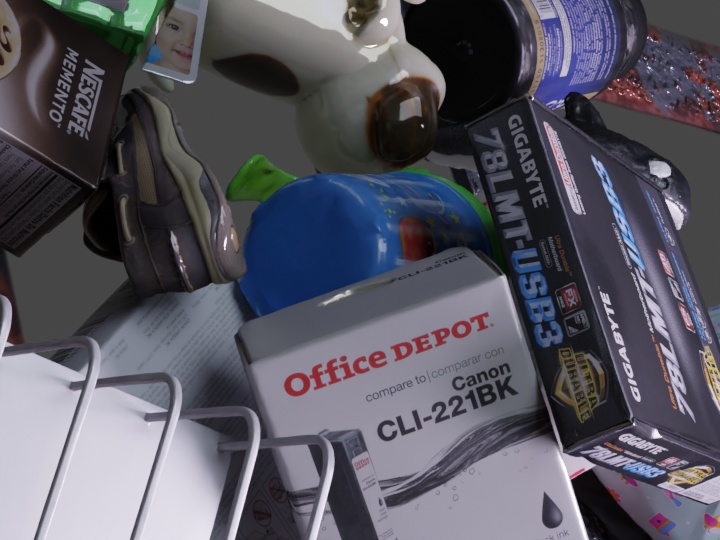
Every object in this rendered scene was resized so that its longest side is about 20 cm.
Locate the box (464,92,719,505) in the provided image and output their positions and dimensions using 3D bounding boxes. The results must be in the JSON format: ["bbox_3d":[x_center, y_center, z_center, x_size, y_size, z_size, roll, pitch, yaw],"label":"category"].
[{"bbox_3d":[0.145,0.021,1.167,0.198,0.050,0.200,27,41,-57],"label":"box"}]

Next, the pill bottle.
[{"bbox_3d":[0.128,-0.171,1.538,0.200,0.112,0.112,-16,73,-52],"label":"pill bottle"}]

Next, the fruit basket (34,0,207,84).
[{"bbox_3d":[-0.167,-0.219,1.228,0.185,0.094,0.200,18,64,-16],"label":"fruit basket"}]

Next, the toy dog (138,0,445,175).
[{"bbox_3d":[-0.026,-0.145,1.332,0.200,0.140,0.194,47,50,-7],"label":"toy dog"}]

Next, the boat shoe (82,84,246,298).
[{"bbox_3d":[-0.125,-0.046,1.157,0.200,0.073,0.075,-130,-159,-61],"label":"boat shoe"}]

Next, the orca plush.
[{"bbox_3d":[0.134,-0.086,1.430,0.105,0.200,0.071,55,50,-56],"label":"orca plush"}]

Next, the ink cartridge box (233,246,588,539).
[{"bbox_3d":[0.032,0.106,1.114,0.084,0.144,0.200,-132,-157,-77],"label":"ink cartridge box"}]

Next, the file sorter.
[{"bbox_3d":[-0.129,0.109,0.981,0.200,0.124,0.139,27,69,-32],"label":"file sorter"}]

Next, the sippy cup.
[{"bbox_3d":[0.000,0.000,1.212,0.130,0.178,0.140,15,77,-61],"label":"sippy cup"}]

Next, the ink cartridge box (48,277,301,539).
[{"bbox_3d":[-0.085,0.102,1.153,0.200,0.057,0.163,63,33,-18],"label":"ink cartridge box"}]

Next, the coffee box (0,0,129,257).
[{"bbox_3d":[-0.233,-0.112,1.121,0.200,0.080,0.113,32,41,-26],"label":"coffee box"}]

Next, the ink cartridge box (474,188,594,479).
[{"bbox_3d":[0.110,0.033,1.322,0.084,0.145,0.200,32,41,-28],"label":"ink cartridge box"}]

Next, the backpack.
[{"bbox_3d":[0.232,0.104,1.351,0.167,0.200,0.127,46,37,-10],"label":"backpack"}]
